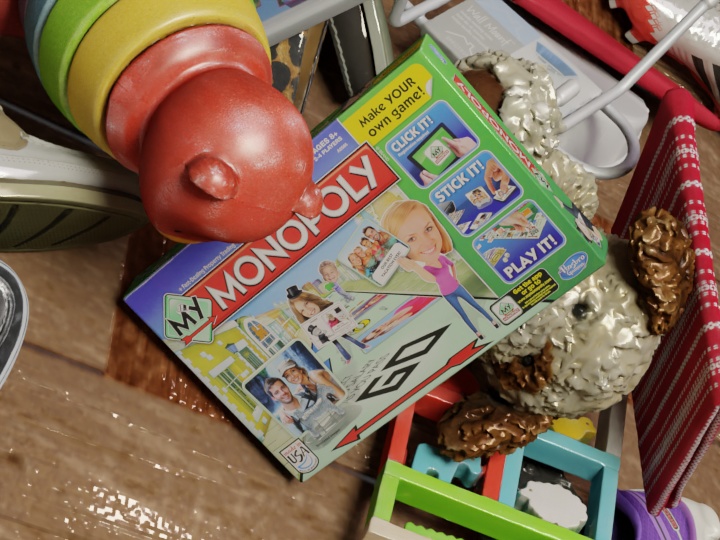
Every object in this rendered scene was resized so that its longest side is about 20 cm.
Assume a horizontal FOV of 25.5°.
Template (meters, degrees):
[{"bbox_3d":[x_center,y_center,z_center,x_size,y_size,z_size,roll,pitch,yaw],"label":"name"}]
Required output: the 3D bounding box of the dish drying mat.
[{"bbox_3d":[0.165,-0.155,1.094,0.199,0.018,0.077,29,15,-32],"label":"dish drying mat"}]

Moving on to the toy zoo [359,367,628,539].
[{"bbox_3d":[0.081,0.091,0.877,0.131,0.021,0.201,21,46,-5],"label":"toy zoo"}]

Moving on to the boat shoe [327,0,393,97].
[{"bbox_3d":[-0.027,-0.192,0.943,0.072,0.060,0.202,46,30,-84],"label":"boat shoe"}]

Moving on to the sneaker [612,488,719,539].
[{"bbox_3d":[0.158,0.217,0.903,0.083,0.081,0.201,16,50,-16],"label":"sneaker"}]

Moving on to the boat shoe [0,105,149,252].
[{"bbox_3d":[-0.184,-0.052,0.721,0.199,0.075,0.069,6,66,-42],"label":"boat shoe"}]

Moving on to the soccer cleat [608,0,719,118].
[{"bbox_3d":[0.262,-0.172,1.165,0.200,0.085,0.069,46,42,-15],"label":"soccer cleat"}]

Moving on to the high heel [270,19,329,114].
[{"bbox_3d":[-0.001,-0.152,0.861,0.143,0.199,0.071,69,17,13],"label":"high heel"}]

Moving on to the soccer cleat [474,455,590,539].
[{"bbox_3d":[0.098,0.189,0.865,0.068,0.073,0.201,0,50,-22],"label":"soccer cleat"}]

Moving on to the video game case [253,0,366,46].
[{"bbox_3d":[-0.056,-0.212,0.837,0.023,0.199,0.183,13,57,-69],"label":"video game case"}]

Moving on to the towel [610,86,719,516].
[{"bbox_3d":[0.173,0.017,0.882,0.022,0.145,0.201,1,57,-4],"label":"towel"}]

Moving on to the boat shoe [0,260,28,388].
[{"bbox_3d":[-0.199,0.051,0.658,0.072,0.068,0.200,53,45,-7],"label":"boat shoe"}]

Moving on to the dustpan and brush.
[{"bbox_3d":[0.116,-0.097,1.002,0.139,0.057,0.200,35,21,-6],"label":"dustpan and brush"}]

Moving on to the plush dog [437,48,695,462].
[{"bbox_3d":[0.082,0.002,0.840,0.172,0.200,0.160,51,26,15],"label":"plush dog"}]

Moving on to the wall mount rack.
[{"bbox_3d":[0.118,-0.156,0.956,0.200,0.075,0.173,45,53,15],"label":"wall mount rack"}]

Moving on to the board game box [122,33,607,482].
[{"bbox_3d":[0.000,0.000,0.772,0.135,0.200,0.029,46,23,-13],"label":"board game box"}]

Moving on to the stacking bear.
[{"bbox_3d":[-0.090,-0.089,0.727,0.121,0.114,0.200,18,29,-51],"label":"stacking bear"}]
